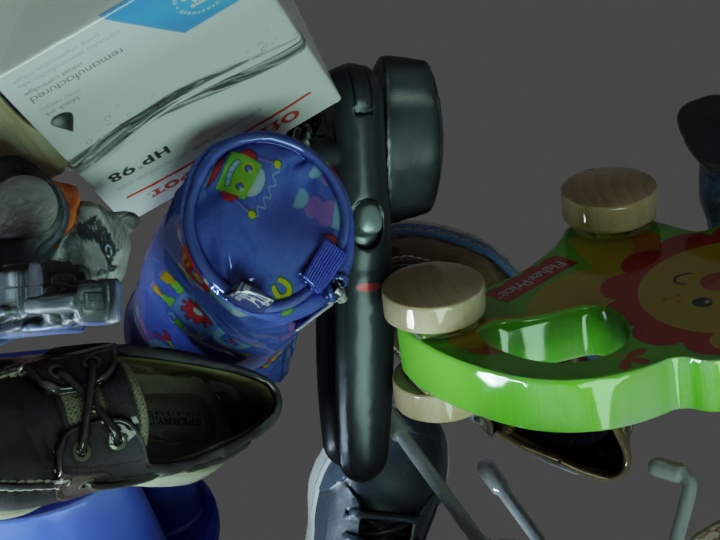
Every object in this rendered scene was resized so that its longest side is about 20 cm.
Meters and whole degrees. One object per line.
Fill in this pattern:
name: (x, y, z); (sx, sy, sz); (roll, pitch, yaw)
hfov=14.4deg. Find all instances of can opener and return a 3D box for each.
can opener: (0.000, 0.000, 1.334); (0.078, 0.063, 0.201); (1, 96, -8)

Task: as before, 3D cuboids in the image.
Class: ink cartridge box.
ink cartridge box: (-0.083, -0.093, 1.221); (0.116, 0.067, 0.200); (-30, 155, 4)

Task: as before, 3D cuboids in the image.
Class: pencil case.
pencil case: (-0.054, 0.006, 1.282); (0.087, 0.200, 0.078); (43, 70, 2)

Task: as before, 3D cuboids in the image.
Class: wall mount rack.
wall mount rack: (0.101, 0.123, 1.384); (0.200, 0.173, 0.075); (34, 67, -56)

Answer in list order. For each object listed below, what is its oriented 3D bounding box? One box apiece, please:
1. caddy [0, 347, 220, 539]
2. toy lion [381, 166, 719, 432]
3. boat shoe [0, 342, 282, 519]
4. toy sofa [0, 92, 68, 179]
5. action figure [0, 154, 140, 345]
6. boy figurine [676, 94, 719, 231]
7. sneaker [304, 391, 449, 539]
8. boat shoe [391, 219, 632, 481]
caddy: (-0.167, 0.118, 1.333); (0.199, 0.142, 0.105); (-5, 125, 12)
toy lion: (0.139, 0.023, 1.311); (0.200, 0.191, 0.069); (-27, 123, -37)
boat shoe: (-0.115, 0.062, 1.211); (0.065, 0.072, 0.200); (-28, 161, 37)
toy sofa: (-0.215, -0.096, 1.212); (0.097, 0.083, 0.200); (-35, 129, 2)
action figure: (-0.168, -0.022, 1.149); (0.193, 0.200, 0.105); (13, 79, -37)
boy figurine: (0.216, -0.001, 1.447); (0.124, 0.064, 0.200); (-21, 130, -4)
sneaker: (0.013, 0.176, 1.452); (0.077, 0.146, 0.203); (7, 121, -22)
boat shoe: (0.070, 0.042, 1.420); (0.200, 0.072, 0.072); (30, 111, -34)
